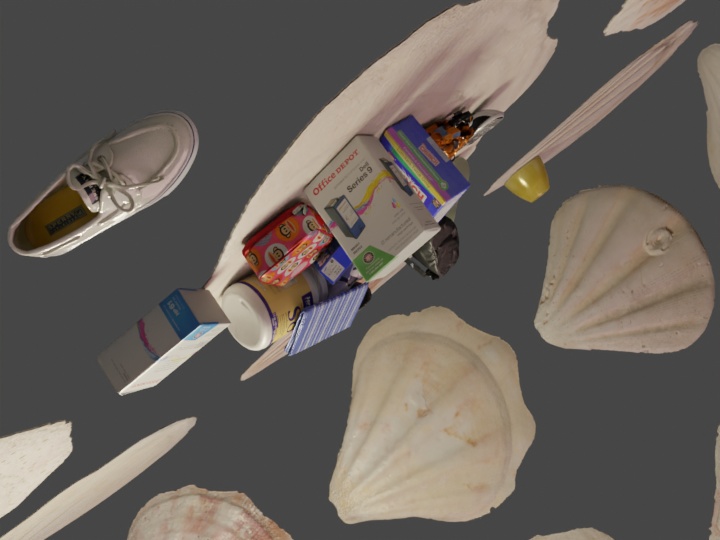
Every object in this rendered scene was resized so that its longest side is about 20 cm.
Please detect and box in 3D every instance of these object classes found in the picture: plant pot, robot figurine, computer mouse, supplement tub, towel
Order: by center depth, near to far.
[{"bbox_3d":[0.165,-0.265,1.406,0.199,0.059,0.145,-29,169,-46],"label":"robot figurine"},{"bbox_3d":[-0.178,0.063,1.427,0.199,0.146,0.145,-30,170,-41],"label":"supplement tub"},{"bbox_3d":[-0.073,0.101,1.457,0.198,0.024,0.146,-23,148,-43],"label":"towel"},{"bbox_3d":[0.246,-0.316,1.552,0.199,0.044,0.109,-37,169,37],"label":"computer mouse"},{"bbox_3d":[0.768,-0.394,3.030,0.199,0.143,0.200,-36,173,-5],"label":"plant pot"}]

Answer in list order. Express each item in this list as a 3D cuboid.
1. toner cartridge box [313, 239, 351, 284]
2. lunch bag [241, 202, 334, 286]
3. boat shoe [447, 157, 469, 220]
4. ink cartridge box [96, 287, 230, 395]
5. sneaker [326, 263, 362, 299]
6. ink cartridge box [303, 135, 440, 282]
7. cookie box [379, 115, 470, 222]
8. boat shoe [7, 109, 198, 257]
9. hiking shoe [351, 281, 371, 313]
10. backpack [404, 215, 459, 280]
[{"bbox_3d":[-0.057,-0.043,1.395,0.095,0.043,0.200,-48,-163,1],"label":"toner cartridge box"},{"bbox_3d":[-0.120,-0.053,1.259,0.175,0.082,0.200,-38,172,2],"label":"lunch bag"},{"bbox_3d":[0.236,-0.208,1.828,0.071,0.069,0.205,-161,-93,-73],"label":"boat shoe"},{"bbox_3d":[-0.354,0.126,1.223,0.199,0.085,0.144,-40,171,6],"label":"ink cartridge box"},{"bbox_3d":[0.000,0.000,1.505,0.128,0.079,0.202,19,100,-46],"label":"sneaker"},{"bbox_3d":[0.018,-0.106,1.153,0.145,0.202,0.087,-39,168,25],"label":"ink cartridge box"},{"bbox_3d":[0.091,-0.161,1.271,0.075,0.172,0.200,-35,171,-28],"label":"cookie box"},{"bbox_3d":[-0.238,-0.078,0.613,0.200,0.075,0.086,-32,-171,2],"label":"boat shoe"},{"bbox_3d":[-0.068,0.087,1.592,0.197,0.077,0.101,-24,177,-20],"label":"hiking shoe"},{"bbox_3d":[0.147,-0.095,1.628,0.125,0.199,0.169,-29,131,-21],"label":"backpack"}]
